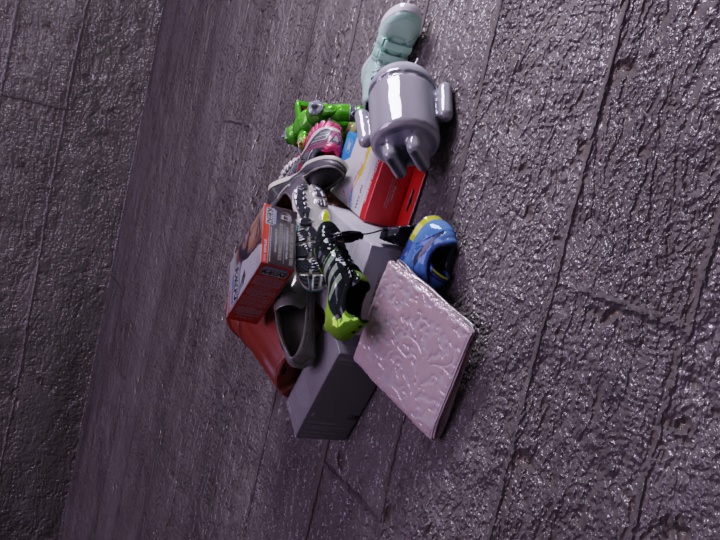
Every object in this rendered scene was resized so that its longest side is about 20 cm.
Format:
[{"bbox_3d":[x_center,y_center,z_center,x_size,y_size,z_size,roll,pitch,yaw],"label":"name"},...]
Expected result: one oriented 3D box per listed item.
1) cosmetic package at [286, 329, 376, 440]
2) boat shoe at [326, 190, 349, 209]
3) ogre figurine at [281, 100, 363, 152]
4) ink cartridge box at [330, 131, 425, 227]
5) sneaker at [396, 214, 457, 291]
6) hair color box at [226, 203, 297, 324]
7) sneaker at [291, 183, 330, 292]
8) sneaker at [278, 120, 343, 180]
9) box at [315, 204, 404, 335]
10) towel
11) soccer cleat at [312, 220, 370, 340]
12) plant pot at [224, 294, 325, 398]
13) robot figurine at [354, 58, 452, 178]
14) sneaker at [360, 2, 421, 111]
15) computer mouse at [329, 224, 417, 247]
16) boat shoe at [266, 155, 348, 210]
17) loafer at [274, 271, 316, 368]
[{"bbox_3d":[-0.040,0.187,1.501,0.202,0.105,0.091,-62,32,34],"label":"cosmetic package"},{"bbox_3d":[-0.049,-0.112,1.649,0.073,0.066,0.202,-57,35,36],"label":"boat shoe"},{"bbox_3d":[-0.072,-0.268,1.686,0.199,0.118,0.100,2,82,63],"label":"ogre figurine"},{"bbox_3d":[0.027,-0.151,1.518,0.200,0.066,0.118,44,119,57],"label":"ink cartridge box"},{"bbox_3d":[0.089,0.017,1.353,0.203,0.065,0.079,-65,35,27],"label":"sneaker"},{"bbox_3d":[-0.166,-0.007,1.472,0.200,0.063,0.113,131,145,-51],"label":"hair color box"},{"bbox_3d":[-0.078,-0.048,1.476,0.080,0.076,0.203,106,162,-54],"label":"sneaker"},{"bbox_3d":[-0.095,-0.180,1.638,0.201,0.079,0.076,-58,28,36],"label":"sneaker"},{"bbox_3d":[0.000,0.000,1.481,0.200,0.104,0.155,44,120,57],"label":"box"},{"bbox_3d":[0.079,0.114,1.312,0.200,0.032,0.194,42,124,39],"label":"towel"},{"bbox_3d":[-0.025,0.008,1.361,0.080,0.067,0.204,-28,57,34],"label":"soccer cleat"},{"bbox_3d":[-0.121,0.112,1.603,0.196,0.197,0.203,53,127,44],"label":"plant pot"},{"bbox_3d":[0.068,-0.248,1.415,0.166,0.113,0.204,-11,58,16],"label":"robot figurine"},{"bbox_3d":[0.056,-0.350,1.517,0.201,0.072,0.120,122,152,-53],"label":"sneaker"},{"bbox_3d":[0.033,-0.048,1.346,0.058,0.197,0.035,-2,94,53],"label":"computer mouse"},{"bbox_3d":[-0.094,-0.141,1.568,0.198,0.071,0.069,-24,45,41],"label":"boat shoe"},{"bbox_3d":[-0.109,0.059,1.469,0.070,0.068,0.204,51,-153,-67],"label":"loafer"}]
